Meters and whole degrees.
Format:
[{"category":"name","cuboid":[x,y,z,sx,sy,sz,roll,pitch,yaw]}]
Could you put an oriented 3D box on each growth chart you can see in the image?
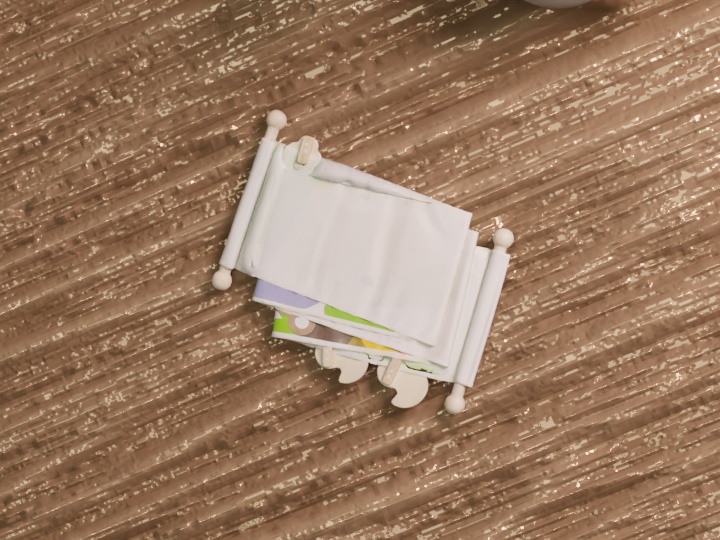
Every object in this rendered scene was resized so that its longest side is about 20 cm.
[{"category":"growth chart","cuboid":[0.000,0.000,1.579,0.200,0.018,0.145,26,97,9]}]

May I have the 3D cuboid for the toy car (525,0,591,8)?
[{"category":"toy car","cuboid":[0.099,-0.228,1.505,0.200,0.177,0.184,40,84,-21]}]
